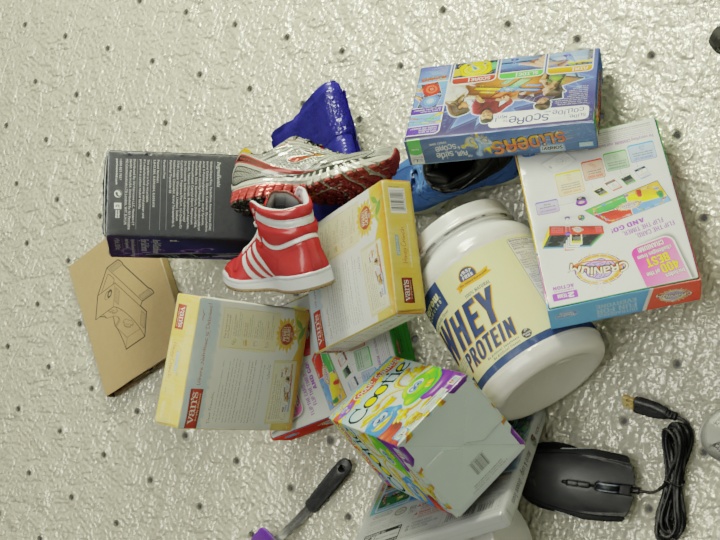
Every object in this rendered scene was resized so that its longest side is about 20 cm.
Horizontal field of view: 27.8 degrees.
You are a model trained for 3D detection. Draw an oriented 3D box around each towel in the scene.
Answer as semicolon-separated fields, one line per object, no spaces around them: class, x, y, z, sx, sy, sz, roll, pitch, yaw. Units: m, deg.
towel;-0.036;-0.107;1.737;0.148;0.049;0.201;-37;63;50

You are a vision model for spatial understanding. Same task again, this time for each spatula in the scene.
spatula;-0.073;0.295;1.733;0.057;0.021;0.200;45;108;18

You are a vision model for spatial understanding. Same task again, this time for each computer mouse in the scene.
computer mouse;0.246;0.193;1.499;0.199;0.046;0.141;12;92;37

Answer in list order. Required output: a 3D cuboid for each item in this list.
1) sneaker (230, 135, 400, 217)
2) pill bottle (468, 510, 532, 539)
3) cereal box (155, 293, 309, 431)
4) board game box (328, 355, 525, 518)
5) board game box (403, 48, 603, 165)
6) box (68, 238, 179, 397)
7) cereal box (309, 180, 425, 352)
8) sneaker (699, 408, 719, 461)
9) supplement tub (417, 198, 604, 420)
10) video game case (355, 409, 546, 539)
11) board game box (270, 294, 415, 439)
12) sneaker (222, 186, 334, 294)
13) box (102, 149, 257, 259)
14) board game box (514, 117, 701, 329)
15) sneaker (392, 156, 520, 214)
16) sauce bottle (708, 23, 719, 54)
sneaker;-0.054;-0.119;1.639;0.199;0.078;0.083;-8;70;10
pill bottle;0.083;0.318;1.563;0.199;0.111;0.112;-29;68;29
cereal box;-0.139;0.106;1.628;0.039;0.200;0.145;10;89;36
board game box;0.065;0.168;1.516;0.105;0.103;0.200;-44;16;-14
board game box;0.153;-0.174;1.536;0.199;0.035;0.136;-4;41;17
box;-0.308;0.046;1.938;0.163;0.021;0.201;-33;67;28
cereal box;0.000;0.000;1.582;0.200;0.039;0.145;-29;64;59
sneaker;0.409;0.149;1.364;0.199;0.082;0.075;-8;79;35
supplement tub;0.149;0.040;1.529;0.145;0.145;0.201;-43;62;24
video game case;0.094;0.229;1.543;0.199;0.182;0.024;-24;111;32
board game box;-0.034;0.099;1.710;0.199;0.040;0.154;-23;71;32
sneaker;-0.102;-0.035;1.621;0.200;0.071;0.113;0;107;56
box;-0.205;-0.075;1.744;0.199;0.148;0.105;2;81;-6
board game box;0.245;-0.050;1.464;0.152;0.040;0.201;-11;58;7
sneaker;0.083;-0.113;1.618;0.199;0.111;0.077;-10;78;35
sauce bottle;0.414;-0.168;1.412;0.066;0.066;0.200;-44;62;23
